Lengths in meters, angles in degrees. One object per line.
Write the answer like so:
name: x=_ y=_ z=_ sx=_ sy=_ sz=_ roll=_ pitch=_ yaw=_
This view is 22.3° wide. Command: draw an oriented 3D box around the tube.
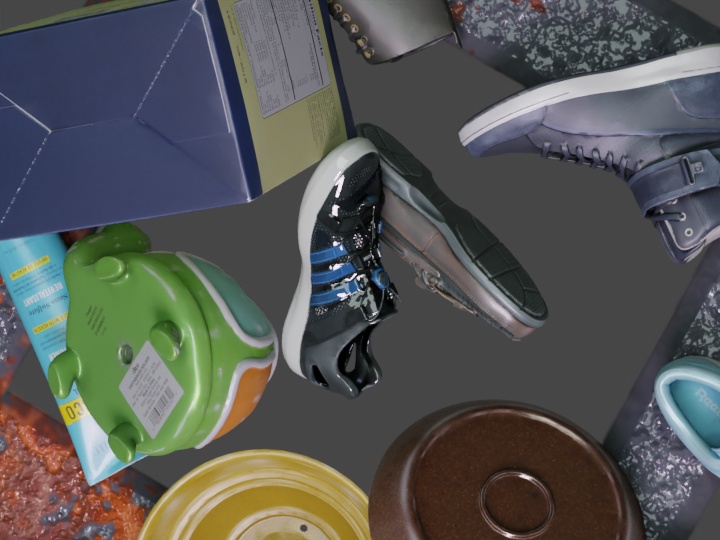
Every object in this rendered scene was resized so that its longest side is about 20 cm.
tube: x=-0.214 y=0.056 z=1.371 sx=0.077 sy=0.050 sz=0.200 roll=-26 pitch=92 yaw=11

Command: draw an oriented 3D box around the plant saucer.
plant saucer: x=0.106 y=0.168 z=1.269 sx=0.200 sy=0.035 sz=0.201 roll=5 pitch=53 yaw=-7

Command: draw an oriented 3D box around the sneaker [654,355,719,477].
sneaker: x=0.278 y=0.134 z=1.257 sx=0.200 sy=0.082 sz=0.074 roll=38 pitch=106 yaw=24

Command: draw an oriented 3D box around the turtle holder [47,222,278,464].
turtle holder: x=-0.145 y=0.051 z=1.315 sx=0.185 sy=0.132 sz=0.141 roll=20 pitch=107 yaw=40

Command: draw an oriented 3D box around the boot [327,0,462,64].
boot: x=-0.033 y=-0.200 z=1.332 sx=0.199 sy=0.077 sz=0.139 roll=-18 pitch=92 yaw=8

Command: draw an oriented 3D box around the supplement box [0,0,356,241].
supplement box: x=-0.137 y=-0.120 z=1.247 sx=0.199 sy=0.200 sz=0.135 roll=-7 pitch=103 yaw=23

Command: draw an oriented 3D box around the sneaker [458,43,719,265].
sneaker: x=0.179 y=-0.068 z=1.297 sx=0.202 sy=0.077 sz=0.147 roll=-13 pitch=85 yaw=6

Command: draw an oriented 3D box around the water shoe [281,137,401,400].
water shoe: x=0.000 y=0.000 z=1.292 sx=0.079 sy=0.071 sz=0.200 roll=31 pitch=130 yaw=27

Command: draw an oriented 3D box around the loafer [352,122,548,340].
loafer: x=0.052 y=-0.019 z=1.328 sx=0.200 sy=0.072 sz=0.063 roll=48 pitch=115 yaw=12

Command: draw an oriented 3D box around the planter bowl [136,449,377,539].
planter bowl: x=-0.061 y=0.227 z=1.325 sx=0.200 sy=0.083 sz=0.201 roll=0 pitch=89 yaw=9
